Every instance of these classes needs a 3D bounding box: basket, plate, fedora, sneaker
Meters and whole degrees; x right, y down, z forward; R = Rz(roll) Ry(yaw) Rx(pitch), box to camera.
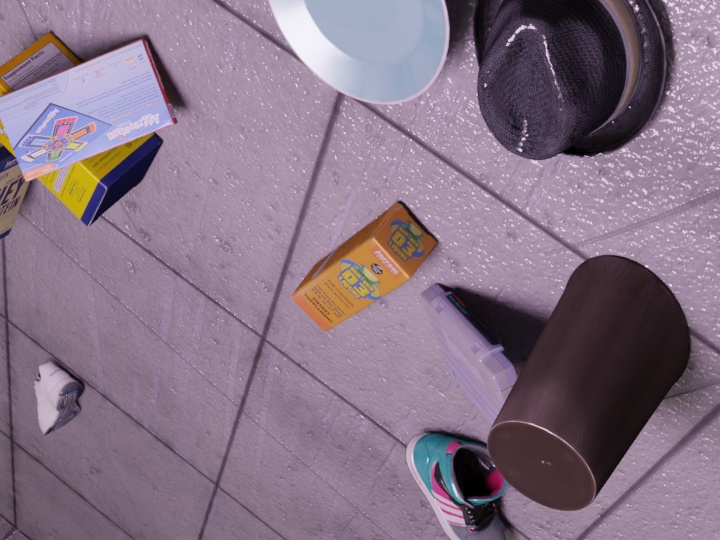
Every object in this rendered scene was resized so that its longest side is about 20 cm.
[{"bbox_3d":[0.216,0.119,1.046,0.135,0.200,0.182,14,136,33],"label":"basket"},{"bbox_3d":[-0.002,-0.242,0.973,0.198,0.026,0.202,25,141,22],"label":"plate"},{"bbox_3d":[0.156,-0.164,0.906,0.199,0.092,0.202,25,141,22],"label":"fedora"},{"bbox_3d":[-0.569,0.235,2.025,0.087,0.074,0.201,47,139,13],"label":"sneaker"},{"bbox_3d":[0.151,0.290,1.386,0.201,0.084,0.120,54,152,-13],"label":"sneaker"}]

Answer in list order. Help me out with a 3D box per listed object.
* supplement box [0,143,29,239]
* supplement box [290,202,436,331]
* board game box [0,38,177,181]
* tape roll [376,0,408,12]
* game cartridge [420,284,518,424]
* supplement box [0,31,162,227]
[{"bbox_3d":[-0.585,-0.154,1.534,0.199,0.134,0.201,39,126,5],"label":"supplement box"},{"bbox_3d":[0.000,0.000,1.243,0.067,0.069,0.200,45,142,-7],"label":"supplement box"},{"bbox_3d":[-0.322,-0.187,1.277,0.198,0.019,0.104,-19,98,10],"label":"board game box"},{"bbox_3d":[-0.012,-0.322,0.953,0.201,0.037,0.204,26,141,23],"label":"tape roll"},{"bbox_3d":[0.130,0.106,1.174,0.200,0.038,0.131,-129,18,-59],"label":"game cartridge"},{"bbox_3d":[-0.367,-0.177,1.372,0.200,0.109,0.109,44,144,-2],"label":"supplement box"}]
